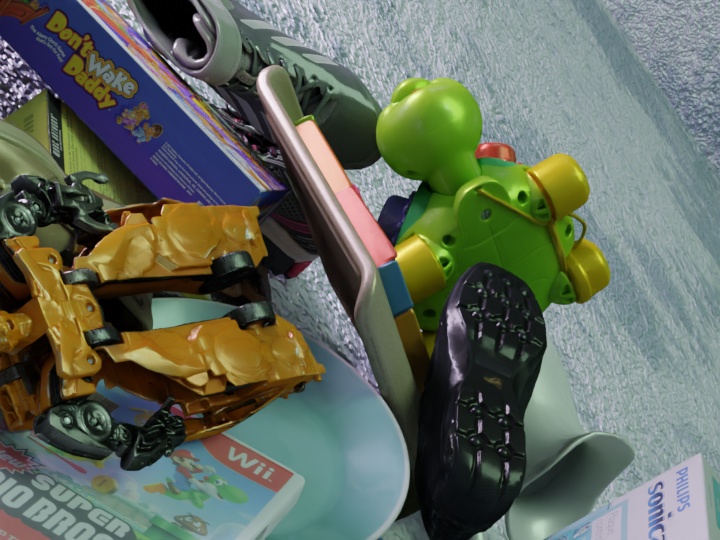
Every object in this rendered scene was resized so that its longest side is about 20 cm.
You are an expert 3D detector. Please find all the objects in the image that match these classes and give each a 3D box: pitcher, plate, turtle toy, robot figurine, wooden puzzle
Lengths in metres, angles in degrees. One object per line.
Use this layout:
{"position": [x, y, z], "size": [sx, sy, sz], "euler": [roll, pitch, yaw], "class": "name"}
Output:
{"position": [0.087, 0.118, 1.226], "size": [0.120, 0.173, 0.200], "euler": [3, 34, -34], "class": "pitcher"}
{"position": [-0.071, 0.086, 0.911], "size": [0.198, 0.026, 0.201], "euler": [15, 34, -10], "class": "plate"}
{"position": [0.068, -0.032, 1.123], "size": [0.101, 0.145, 0.201], "euler": [50, -15, 48], "class": "turtle toy"}
{"position": [-0.106, 0.025, 0.832], "size": [0.199, 0.058, 0.146], "euler": [-6, 68, -52], "class": "robot figurine"}
{"position": [0.000, 0.000, 1.037], "size": [0.186, 0.037, 0.201], "euler": [71, -4, -49], "class": "wooden puzzle"}

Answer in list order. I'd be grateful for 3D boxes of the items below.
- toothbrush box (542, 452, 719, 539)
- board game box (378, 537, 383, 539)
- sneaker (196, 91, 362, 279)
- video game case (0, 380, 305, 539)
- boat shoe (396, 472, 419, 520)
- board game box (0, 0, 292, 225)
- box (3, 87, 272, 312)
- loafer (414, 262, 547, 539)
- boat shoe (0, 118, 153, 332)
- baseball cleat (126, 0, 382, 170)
{"position": [0.109, 0.201, 0.865], "size": [0.086, 0.199, 0.147], "euler": [53, 22, -15], "class": "toothbrush box"}
{"position": [-0.014, 0.215, 0.925], "size": [0.200, 0.056, 0.196], "euler": [48, 23, -27], "class": "board game box"}
{"position": [-0.078, -0.078, 1.166], "size": [0.200, 0.074, 0.081], "euler": [40, 27, -41], "class": "sneaker"}
{"position": [-0.119, 0.100, 0.785], "size": [0.142, 0.018, 0.200], "euler": [28, 21, 9], "class": "video game case"}
{"position": [0.004, 0.121, 1.094], "size": [0.066, 0.072, 0.200], "euler": [53, 18, 17], "class": "boat shoe"}
{"position": [-0.131, -0.101, 1.006], "size": [0.200, 0.045, 0.134], "euler": [46, 5, 1], "class": "board game box"}
{"position": [-0.125, -0.013, 0.997], "size": [0.200, 0.050, 0.076], "euler": [39, 27, -41], "class": "box"}
{"position": [0.063, 0.071, 1.002], "size": [0.068, 0.071, 0.201], "euler": [25, 38, -10], "class": "loafer"}
{"position": [-0.172, -0.017, 0.862], "size": [0.200, 0.072, 0.065], "euler": [33, 37, -47], "class": "boat shoe"}
{"position": [-0.067, -0.118, 1.086], "size": [0.199, 0.070, 0.107], "euler": [34, 16, -10], "class": "baseball cleat"}
